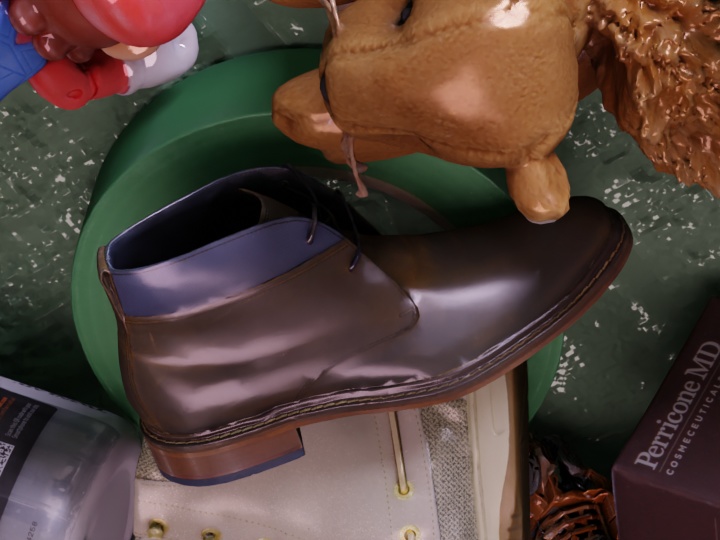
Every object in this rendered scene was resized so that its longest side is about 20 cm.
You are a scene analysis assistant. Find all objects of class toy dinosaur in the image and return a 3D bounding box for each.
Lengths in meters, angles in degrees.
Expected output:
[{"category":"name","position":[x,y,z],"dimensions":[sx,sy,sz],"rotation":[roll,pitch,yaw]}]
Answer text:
[{"category":"toy dinosaur","position":[0.131,0.151,1.183],"dimensions":[0.102,0.136,0.200],"rotation":[-28,78,42]}]

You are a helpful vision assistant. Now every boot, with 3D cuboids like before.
[{"category":"boot","position":[-0.012,0.117,1.117],"dimensions":[0.154,0.072,0.201],"rotation":[1,89,8]},{"category":"boot","position":[0.000,0.000,1.047],"dimensions":[0.200,0.075,0.097],"rotation":[-26,123,-3]}]

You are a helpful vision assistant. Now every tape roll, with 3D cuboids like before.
[{"category":"tape roll","position":[-0.015,0.005,1.151],"dimensions":[0.200,0.048,0.201],"rotation":[3,127,5]}]

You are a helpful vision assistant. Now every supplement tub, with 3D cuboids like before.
[{"category":"supplement tub","position":[-0.201,0.091,1.181],"dimensions":[0.200,0.123,0.123],"rotation":[18,128,8]}]

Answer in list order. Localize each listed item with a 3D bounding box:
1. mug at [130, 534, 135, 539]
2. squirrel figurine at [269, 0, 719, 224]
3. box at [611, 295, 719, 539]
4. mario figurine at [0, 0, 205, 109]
[{"category":"mug","position":[-0.029,0.185,1.208],"dimensions":[0.200,0.176,0.148],"rotation":[-24,121,23]},{"category":"squirrel figurine","position":[0.063,-0.089,0.969],"dimensions":[0.199,0.187,0.142],"rotation":[-1,105,-3]},{"category":"box","position":[0.209,0.092,1.106],"dimensions":[0.200,0.100,0.075],"rotation":[16,144,25]},{"category":"mario figurine","position":[-0.139,-0.102,1.069],"dimensions":[0.200,0.123,0.106],"rotation":[-28,80,15]}]
